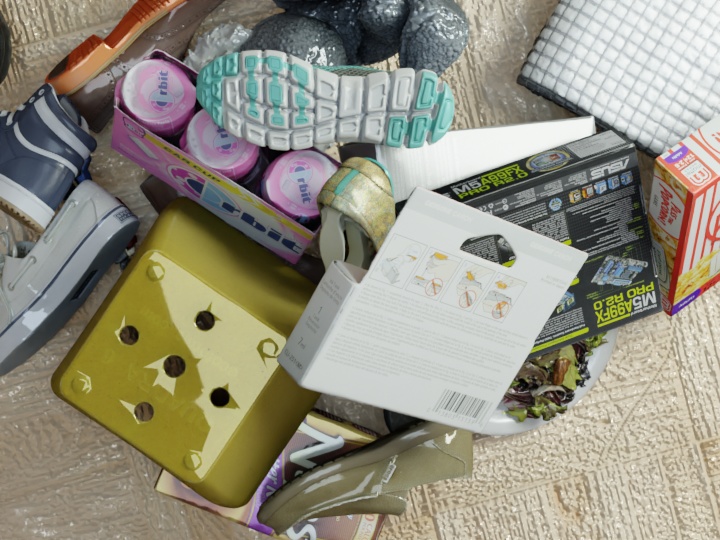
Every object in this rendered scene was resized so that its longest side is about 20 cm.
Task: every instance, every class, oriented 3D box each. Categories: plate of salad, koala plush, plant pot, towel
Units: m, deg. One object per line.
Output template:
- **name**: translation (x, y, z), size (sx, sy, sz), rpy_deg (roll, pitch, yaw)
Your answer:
- **plate of salad**: translation (0.142, 0.055, 1.401), size (0.200, 0.048, 0.200), rpy_deg (-7, 111, -20)
- **koala plush**: translation (-0.036, -0.195, 1.371), size (0.177, 0.184, 0.200), rpy_deg (31, 110, -20)
- **plant pot**: translation (-0.134, 0.071, 1.301), size (0.200, 0.176, 0.200), rpy_deg (34, 92, 3)
- **towel**: translation (0.258, -0.188, 1.407), size (0.200, 0.086, 0.166), rpy_deg (29, 89, -2)

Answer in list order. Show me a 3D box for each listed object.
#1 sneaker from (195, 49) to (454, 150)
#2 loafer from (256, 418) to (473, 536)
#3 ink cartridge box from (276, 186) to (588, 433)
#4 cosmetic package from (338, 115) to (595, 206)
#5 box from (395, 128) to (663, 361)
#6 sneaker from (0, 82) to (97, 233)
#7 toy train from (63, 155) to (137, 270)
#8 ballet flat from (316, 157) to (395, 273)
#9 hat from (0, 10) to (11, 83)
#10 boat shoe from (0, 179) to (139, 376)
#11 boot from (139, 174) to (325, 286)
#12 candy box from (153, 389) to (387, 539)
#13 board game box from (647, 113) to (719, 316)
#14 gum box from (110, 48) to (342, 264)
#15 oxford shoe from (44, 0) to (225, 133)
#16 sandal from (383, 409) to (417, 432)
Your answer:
- **sneaker**: translation (-0.030, -0.130, 1.272), size (0.200, 0.091, 0.078), rpy_deg (8, 96, -7)
- **loafer**: translation (0.009, 0.180, 1.361), size (0.200, 0.076, 0.067), rpy_deg (-25, 86, -3)
- **ink cartridge box**: translation (0.058, 0.028, 1.234), size (0.200, 0.044, 0.174), rpy_deg (19, 106, -40)
- **cosmetic package**: translation (0.095, -0.080, 1.372), size (0.200, 0.107, 0.090), rpy_deg (-10, 92, -18)
- **box**: translation (0.139, -0.009, 1.321), size (0.200, 0.044, 0.160), rpy_deg (-20, 118, -8)
- **sneaker**: translation (-0.309, -0.120, 1.373), size (0.200, 0.070, 0.109), rpy_deg (31, 81, 27)
- **toy train**: translation (-0.220, -0.040, 1.418), size (0.046, 0.034, 0.200), rpy_deg (-37, 94, -4)
- **ballet flat**: translation (0.000, 0.000, 1.286), size (0.071, 0.071, 0.200), rpy_deg (-11, 133, -2)
- **hat**: translation (-0.387, -0.229, 1.371), size (0.200, 0.201, 0.081), rpy_deg (10, 52, -3)
- **boat shoe**: translation (-0.281, 0.000, 1.388), size (0.086, 0.075, 0.202), rpy_deg (45, 112, 9)
- **boot**: translation (-0.074, -0.046, 1.414), size (0.186, 0.064, 0.200), rpy_deg (-28, 88, -4)
- **candy box**: translation (-0.067, 0.173, 1.423), size (0.200, 0.056, 0.117), rpy_deg (22, 91, -4)
- **board game box**: translation (0.307, -0.064, 1.343), size (0.151, 0.200, 0.046), rpy_deg (-35, 63, -14)
- **gum box**: translation (-0.113, -0.095, 1.328), size (0.200, 0.114, 0.066), rpy_deg (32, 75, -2)
- **oxford shoe**: translation (-0.175, -0.199, 1.405), size (0.200, 0.071, 0.073), rpy_deg (-35, 114, 3)
- **sandal**: translation (0.044, 0.056, 1.414), size (0.075, 0.048, 0.201), rpy_deg (-16, 118, -28)
